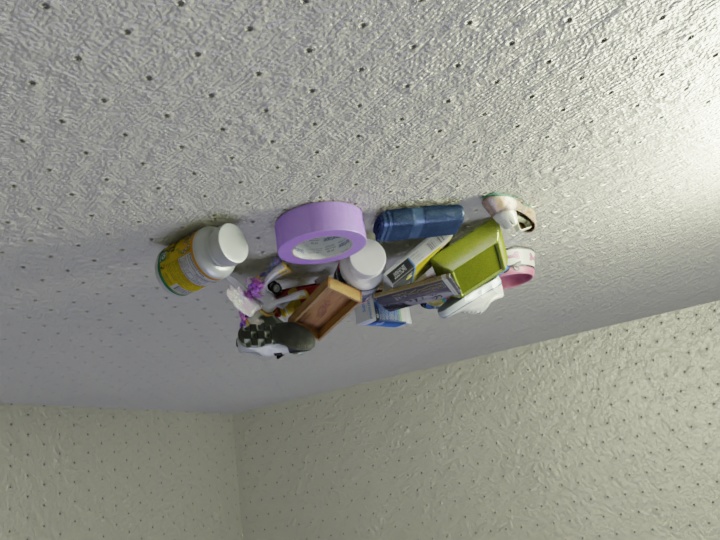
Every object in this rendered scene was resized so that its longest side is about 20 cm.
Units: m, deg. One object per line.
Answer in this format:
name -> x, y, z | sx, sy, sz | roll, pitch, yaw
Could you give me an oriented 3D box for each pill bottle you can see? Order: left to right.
pill bottle -> -0.333, -0.025, 1.367 | 0.197, 0.115, 0.112 | -21, 159, 34
pill bottle -> 0.000, 0.000, 1.605 | 0.117, 0.122, 0.200 | -5, 161, -12

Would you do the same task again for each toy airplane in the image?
toy airplane -> -0.150, 0.089, 1.755 | 0.195, 0.145, 0.199 | -4, -173, 28

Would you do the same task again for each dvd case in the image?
dvd case -> 0.142, 0.058, 1.598 | 0.196, 0.016, 0.149 | -16, 159, 15

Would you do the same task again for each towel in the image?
towel -> 0.130, -0.110, 1.455 | 0.195, 0.050, 0.112 | -5, 162, -10

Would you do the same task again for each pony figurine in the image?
pony figurine -> -0.250, 0.059, 1.595 | 0.198, 0.167, 0.194 | -36, 121, 0

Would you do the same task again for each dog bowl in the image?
dog bowl -> 0.420, 0.001, 1.901 | 0.195, 0.076, 0.201 | -9, 162, -3

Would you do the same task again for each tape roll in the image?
tape roll -> -0.087, -0.079, 1.413 | 0.195, 0.067, 0.201 | -9, 161, -3

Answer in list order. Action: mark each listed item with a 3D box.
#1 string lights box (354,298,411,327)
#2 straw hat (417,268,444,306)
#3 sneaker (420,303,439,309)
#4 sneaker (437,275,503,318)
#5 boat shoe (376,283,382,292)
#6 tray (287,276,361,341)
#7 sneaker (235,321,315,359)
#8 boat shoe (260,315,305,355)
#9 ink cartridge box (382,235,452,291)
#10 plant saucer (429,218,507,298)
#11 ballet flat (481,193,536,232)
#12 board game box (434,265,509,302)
string lights box -> 0.069, 0.118, 2.025 | 0.197, 0.105, 0.058 | 9, 156, -44
straw hat -> 0.220, 0.055, 1.868 | 0.196, 0.087, 0.203 | -4, 146, -3
sneaker -> 0.232, 0.087, 2.059 | 0.087, 0.080, 0.201 | -9, 162, -9
sneaker -> 0.300, 0.087, 1.729 | 0.197, 0.072, 0.073 | -27, -171, -8
boat shoe -> 0.069, 0.053, 1.882 | 0.073, 0.071, 0.198 | -21, 159, 34
tray -> -0.091, 0.097, 1.593 | 0.097, 0.038, 0.200 | 24, 135, -24
sneaker -> -0.211, 0.177, 1.602 | 0.195, 0.076, 0.089 | 6, 145, -17
boat shoe -> -0.220, 0.161, 1.682 | 0.198, 0.071, 0.072 | 32, 169, 15
ink cartridge box -> 0.139, -0.006, 1.638 | 0.197, 0.047, 0.201 | -40, 163, -12
plant saucer -> 0.289, -0.016, 1.640 | 0.197, 0.048, 0.201 | -32, 144, 1
ballet flat -> 0.350, -0.126, 1.489 | 0.197, 0.069, 0.067 | 9, 155, -44
board game box -> 0.295, 0.012, 1.756 | 0.199, 0.045, 0.152 | -39, 144, 9
